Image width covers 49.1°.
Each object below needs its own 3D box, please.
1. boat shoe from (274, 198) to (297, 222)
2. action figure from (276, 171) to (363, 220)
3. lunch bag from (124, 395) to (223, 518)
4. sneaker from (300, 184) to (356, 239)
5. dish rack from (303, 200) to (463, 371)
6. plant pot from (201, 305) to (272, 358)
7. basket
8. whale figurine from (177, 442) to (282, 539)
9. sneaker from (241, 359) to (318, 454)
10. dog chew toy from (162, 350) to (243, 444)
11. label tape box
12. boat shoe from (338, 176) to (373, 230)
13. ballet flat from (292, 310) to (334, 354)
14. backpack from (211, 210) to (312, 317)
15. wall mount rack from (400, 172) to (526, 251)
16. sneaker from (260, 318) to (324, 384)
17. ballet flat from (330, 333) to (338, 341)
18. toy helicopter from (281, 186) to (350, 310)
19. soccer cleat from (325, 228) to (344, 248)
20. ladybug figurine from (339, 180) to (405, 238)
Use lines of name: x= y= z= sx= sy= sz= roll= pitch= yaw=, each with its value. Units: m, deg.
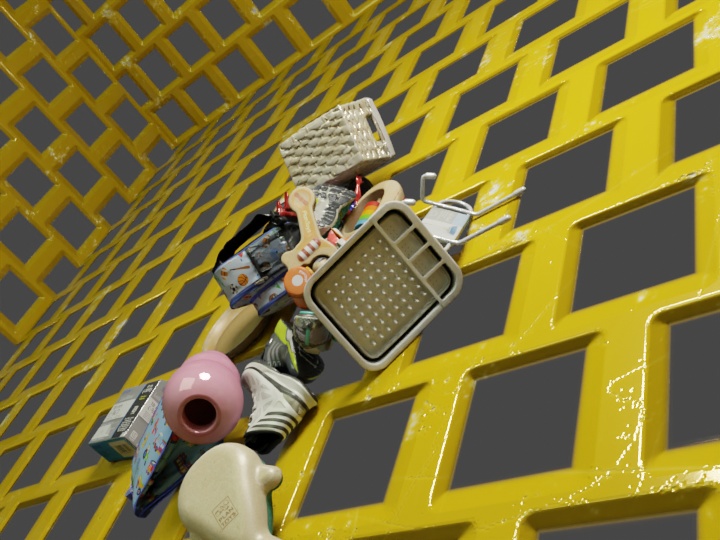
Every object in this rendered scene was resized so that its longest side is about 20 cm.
boat shoe: x=-0.150 y=-0.058 z=1.595 sx=0.202 sy=0.071 sz=0.064 roll=112 pitch=161 yaw=-44
action figure: x=-0.062 y=-0.142 z=1.523 sx=0.065 sy=0.196 sz=0.102 roll=-31 pitch=56 yaw=57
lunch bag: x=-0.334 y=0.308 z=1.331 sx=0.201 sy=0.094 sz=0.151 roll=-51 pitch=26 yaw=2
sneaker: x=-0.064 y=-0.095 z=1.418 sx=0.076 sy=0.081 sz=0.201 roll=17 pitch=35 yaw=11
dish rack: x=0.031 y=0.021 z=1.126 sx=0.200 sy=0.172 sz=0.044 roll=-44 pitch=13 yaw=-4
plant pot: x=-0.237 y=0.108 z=1.576 sx=0.198 sy=0.028 sz=0.201 roll=-36 pitch=24 yaw=18
basket: x=-0.052 y=-0.243 z=1.600 sx=0.198 sy=0.138 sz=0.123 roll=-25 pitch=0 yaw=36
whale figurine: x=-0.152 y=0.321 z=1.018 sx=0.159 sy=0.104 sz=0.200 roll=-44 pitch=48 yaw=-5
sneaker: x=-0.157 y=0.210 z=1.211 sx=0.116 sy=0.076 sz=0.199 roll=-49 pitch=26 yaw=-21
dog chew toy: x=-0.241 y=0.187 z=1.238 sx=0.124 sy=0.125 sz=0.200 roll=-39 pitch=13 yaw=5
label tape box: x=-0.430 y=0.271 z=1.557 sx=0.142 sy=0.063 sz=0.202 roll=-19 pitch=33 yaw=42
boat shoe: x=-0.052 y=-0.110 z=1.611 sx=0.200 sy=0.076 sz=0.073 roll=-43 pitch=17 yaw=-22
ballet flat: x=-0.067 y=0.096 z=1.244 sx=0.072 sy=0.073 sz=0.200 roll=-38 pitch=-6 yaw=7
backpack: x=-0.170 y=-0.001 z=1.455 sx=0.187 sy=0.157 sz=0.200 roll=-25 pitch=-10 yaw=11
wall mount rack: x=0.155 y=-0.090 z=1.209 sx=0.170 sy=0.076 sz=0.200 roll=14 pitch=32 yaw=17
sneaker: x=-0.115 y=0.148 z=1.277 sx=0.082 sy=0.073 sz=0.200 roll=-52 pitch=17 yaw=0
ballet flat: x=0.035 y=0.037 z=1.188 sx=0.202 sy=0.070 sz=0.067 roll=-55 pitch=0 yaw=-15
toy helicopter: x=-0.067 y=-0.045 z=1.259 sx=0.129 sy=0.079 sz=0.204 roll=-17 pitch=69 yaw=4
soccer cleat: x=0.000 y=0.000 z=1.289 sx=0.084 sy=0.069 sz=0.202 roll=-27 pitch=48 yaw=5
ladybug figurine: x=0.026 y=-0.079 z=1.420 sx=0.134 sy=0.072 sz=0.202 roll=-20 pitch=32 yaw=43
